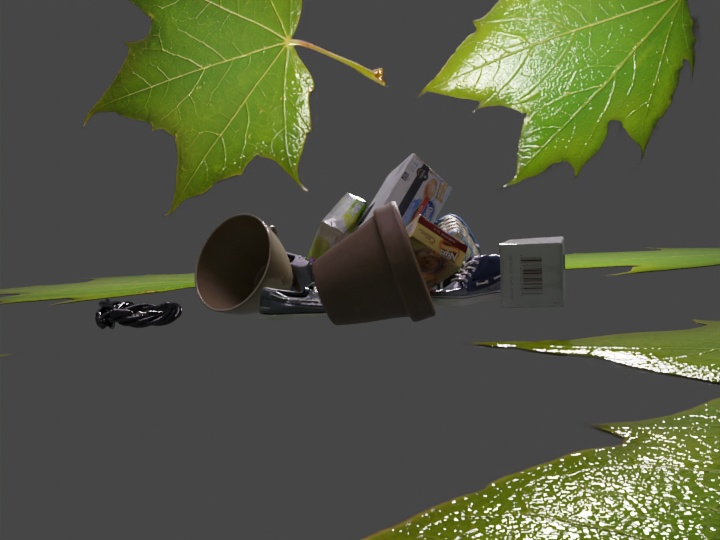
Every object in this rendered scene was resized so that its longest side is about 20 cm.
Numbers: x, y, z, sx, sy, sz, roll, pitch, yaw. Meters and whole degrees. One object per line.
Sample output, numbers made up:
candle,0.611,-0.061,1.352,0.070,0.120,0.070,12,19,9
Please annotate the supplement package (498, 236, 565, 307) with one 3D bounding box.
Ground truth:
supplement package,0.332,0.000,1.344,0.115,0.120,0.200,-2,3,18

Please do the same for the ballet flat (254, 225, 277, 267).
ballet flat,-0.229,-0.015,1.561,0.046,0.203,0.067,29,32,17

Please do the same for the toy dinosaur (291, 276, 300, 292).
toy dinosaur,-0.165,0.035,1.603,0.060,0.106,0.202,-33,-28,-18

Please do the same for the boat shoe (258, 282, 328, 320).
boat shoe,-0.095,0.055,1.326,0.195,0.063,0.073,-5,4,-15

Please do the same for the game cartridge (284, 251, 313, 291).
game cartridge,-0.201,0.002,1.648,0.196,0.135,0.042,15,49,17

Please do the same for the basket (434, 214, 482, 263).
basket,0.209,-0.049,1.675,0.137,0.178,0.200,-30,12,14

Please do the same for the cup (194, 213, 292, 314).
cup,-0.217,0.006,1.434,0.197,0.205,0.143,-1,-19,34

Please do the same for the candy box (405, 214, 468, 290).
candy box,0.106,-0.017,1.363,0.114,0.056,0.200,32,-31,-11

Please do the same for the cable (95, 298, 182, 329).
cable,-0.433,0.078,1.385,0.159,0.052,0.200,-4,3,-13

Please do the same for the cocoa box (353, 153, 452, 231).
cocoa box,0.099,-0.138,1.639,0.130,0.202,0.133,38,-29,-11

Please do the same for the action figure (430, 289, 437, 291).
action figure,0.070,0.032,1.526,0.197,0.067,0.098,-6,11,-44

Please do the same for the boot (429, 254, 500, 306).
boot,0.204,0.019,1.383,0.197,0.093,0.072,-6,5,-39

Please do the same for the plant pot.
plant pot,0.017,0.011,1.184,0.171,0.204,0.200,-22,2,5

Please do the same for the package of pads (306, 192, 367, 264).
package of pads,-0.065,-0.064,1.663,0.067,0.202,0.155,28,40,7

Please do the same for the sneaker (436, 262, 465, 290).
sneaker,0.257,0.016,1.531,0.196,0.074,0.082,-6,6,-32
